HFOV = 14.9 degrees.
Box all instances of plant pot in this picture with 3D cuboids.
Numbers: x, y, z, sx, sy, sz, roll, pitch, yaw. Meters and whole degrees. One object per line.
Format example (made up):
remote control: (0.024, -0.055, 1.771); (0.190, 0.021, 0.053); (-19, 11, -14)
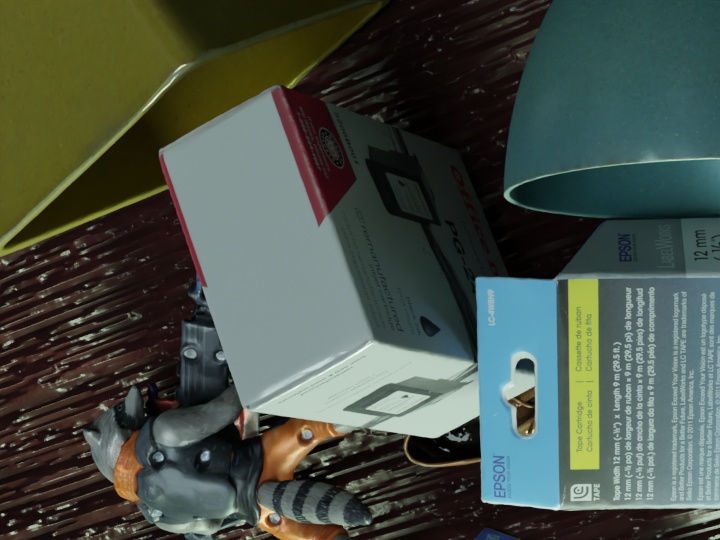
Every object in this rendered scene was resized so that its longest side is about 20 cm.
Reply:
plant pot: (-0.141, -0.158, 1.460); (0.195, 0.194, 0.201); (-38, 83, 37)
plant pot: (0.166, -0.104, 1.321); (0.199, 0.200, 0.136); (-5, 82, 31)

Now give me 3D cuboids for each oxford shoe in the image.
oxford shoe: (0.107, 0.066, 1.495); (0.199, 0.071, 0.072); (-28, 96, 35)

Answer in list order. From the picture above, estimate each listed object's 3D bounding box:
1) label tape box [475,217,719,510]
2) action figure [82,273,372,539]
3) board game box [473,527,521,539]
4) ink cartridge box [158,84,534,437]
label tape box: (0.160, 0.048, 1.408); (0.198, 0.066, 0.144); (0, 121, 6)
action figure: (-0.071, 0.094, 1.593); (0.192, 0.105, 0.201); (4, 117, 18)
board game box: (0.111, 0.263, 1.603); (0.134, 0.045, 0.201); (19, 121, 21)
ink cartridge box: (0.000, 0.000, 1.416); (0.083, 0.200, 0.146); (-29, 70, 23)
